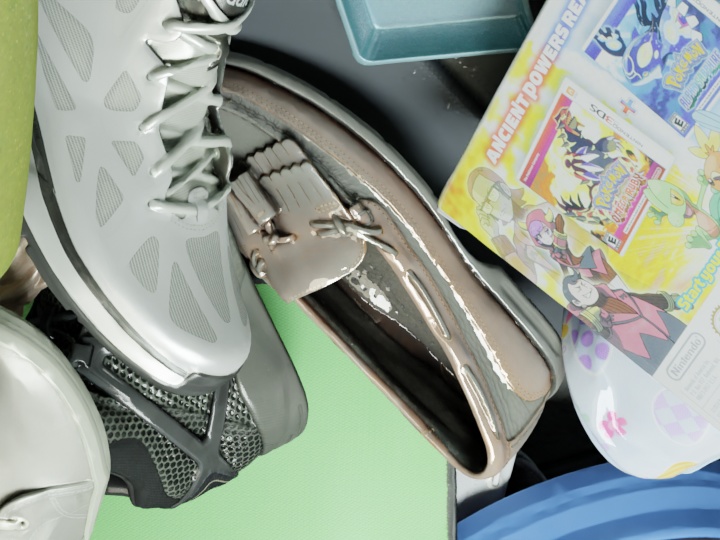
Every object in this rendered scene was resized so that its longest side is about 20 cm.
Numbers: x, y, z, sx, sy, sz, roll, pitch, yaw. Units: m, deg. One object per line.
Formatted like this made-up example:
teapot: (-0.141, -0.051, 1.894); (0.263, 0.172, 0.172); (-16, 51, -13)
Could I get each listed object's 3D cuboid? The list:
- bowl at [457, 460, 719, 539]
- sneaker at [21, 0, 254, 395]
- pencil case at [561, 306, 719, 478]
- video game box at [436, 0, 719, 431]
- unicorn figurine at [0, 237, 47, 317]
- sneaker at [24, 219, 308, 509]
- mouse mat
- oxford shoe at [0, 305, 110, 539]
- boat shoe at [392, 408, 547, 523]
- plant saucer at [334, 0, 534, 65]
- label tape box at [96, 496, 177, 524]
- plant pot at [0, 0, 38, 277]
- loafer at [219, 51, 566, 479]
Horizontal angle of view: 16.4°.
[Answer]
bowl: (0.098, 0.156, 1.122); (0.200, 0.039, 0.201); (-15, 146, -10)
sneaker: (-0.066, -0.062, 0.849); (0.115, 0.076, 0.201); (-25, 93, 29)
pencil case: (0.174, 0.016, 0.956); (0.199, 0.083, 0.091); (-21, 118, 34)
video game box: (0.137, -0.038, 0.850); (0.182, 0.047, 0.200); (37, 137, 8)
unicorn figurine: (-0.172, -0.065, 0.908); (0.200, 0.074, 0.137); (43, 133, 3)
sneaker: (-0.104, 0.009, 0.944); (0.076, 0.114, 0.200); (14, 134, 53)
mouse mat: (-0.059, 0.080, 1.030); (0.199, 0.008, 0.162); (0, 102, 0)
oxford shoe: (-0.134, 0.087, 0.909); (0.075, 0.058, 0.200); (26, 141, 16)
boat shoe: (0.051, 0.099, 1.106); (0.068, 0.072, 0.201); (6, 133, 7)
plant saucer: (0.009, -0.145, 0.835); (0.070, 0.019, 0.200); (-4, 142, 15)
label tape box: (-0.159, 0.139, 1.111); (0.143, 0.066, 0.201); (11, 121, -3)
plant pot: (-0.173, -0.083, 0.770); (0.186, 0.187, 0.201); (-3, 125, 14)
loafer: (0.000, 0.000, 0.956); (0.200, 0.063, 0.072); (42, 141, -19)
